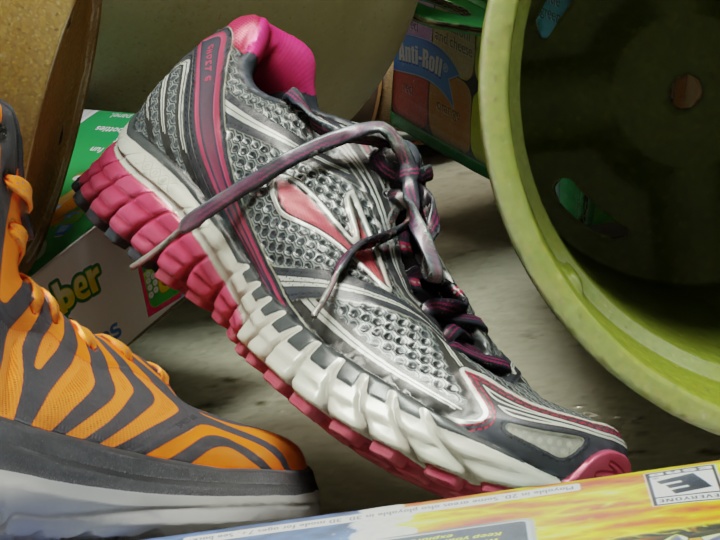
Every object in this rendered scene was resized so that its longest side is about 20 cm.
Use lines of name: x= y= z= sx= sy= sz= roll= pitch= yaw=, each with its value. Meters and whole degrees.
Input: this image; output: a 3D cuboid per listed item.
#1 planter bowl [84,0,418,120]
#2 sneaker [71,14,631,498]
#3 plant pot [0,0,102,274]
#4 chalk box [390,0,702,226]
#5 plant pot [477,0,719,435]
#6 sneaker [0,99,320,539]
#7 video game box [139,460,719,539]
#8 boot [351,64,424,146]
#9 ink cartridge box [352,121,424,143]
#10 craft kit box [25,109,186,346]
planter bowl: x=-0.091 y=-0.130 z=0.979 sx=0.135 sy=0.200 sz=0.200 roll=-6 pitch=10 yaw=-43
sneaker: x=0.000 y=0.000 z=0.787 sx=0.200 sy=0.075 sz=0.081 roll=41 pitch=6 yaw=36
plant pot: x=-0.180 y=-0.066 z=0.825 sx=0.200 sy=0.187 sz=0.186 roll=14 pitch=18 yaw=2
chalk box: x=0.090 y=-0.097 z=1.046 sx=0.200 sy=0.124 sz=0.124 roll=-11 pitch=27 yaw=-29
plant pot: x=0.118 y=-0.055 z=0.871 sx=0.200 sy=0.201 sz=0.184 roll=-11 pitch=5 yaw=-7
sneaker: x=-0.080 y=0.016 z=0.727 sx=0.078 sy=0.112 sz=0.200 roll=-15 pitch=-15 yaw=30
video game box: x=-0.005 y=0.100 z=0.615 sx=0.200 sy=0.047 sz=0.182 roll=-8 pitch=17 yaw=2
boot: x=-0.002 y=-0.087 z=1.254 sx=0.075 sy=0.074 sz=0.200 roll=6 pitch=15 yaw=-19
ink cartridge box: x=-0.097 y=-0.021 z=1.099 sx=0.200 sy=0.047 sz=0.160 roll=-13 pitch=16 yaw=-33
craft kit box: x=-0.164 y=0.014 z=0.911 sx=0.200 sy=0.049 sz=0.198 roll=6 pitch=40 yaw=43
